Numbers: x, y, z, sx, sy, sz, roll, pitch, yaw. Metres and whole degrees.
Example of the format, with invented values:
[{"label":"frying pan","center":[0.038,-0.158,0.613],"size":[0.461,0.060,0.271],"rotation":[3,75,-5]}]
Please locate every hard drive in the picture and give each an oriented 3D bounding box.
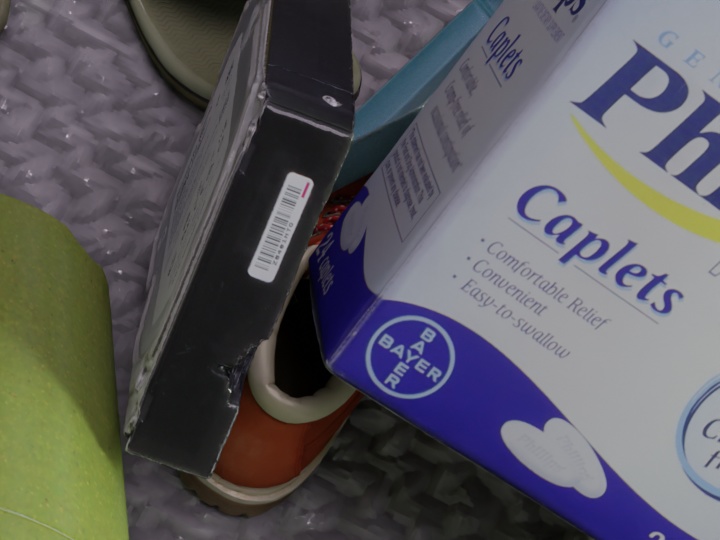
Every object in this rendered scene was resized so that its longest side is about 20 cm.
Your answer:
[{"label":"hard drive","center":[-0.044,-0.031,0.781],"size":[0.038,0.140,0.200],"rotation":[20,23,-9]}]

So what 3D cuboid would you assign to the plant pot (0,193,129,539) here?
[{"label":"plant pot","center":[-0.156,0.076,0.738],"size":[0.200,0.200,0.190],"rotation":[12,53,-13]}]

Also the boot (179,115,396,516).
[{"label":"boot","center":[0.000,0.000,0.854],"size":[0.075,0.107,0.200],"rotation":[29,59,-1]}]

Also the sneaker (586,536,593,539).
[{"label":"sneaker","center":[0.159,0.077,0.863],"size":[0.111,0.077,0.200],"rotation":[6,64,23]}]

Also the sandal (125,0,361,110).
[{"label":"sandal","center":[-0.072,-0.146,0.920],"size":[0.080,0.057,0.201],"rotation":[-29,79,-26]}]

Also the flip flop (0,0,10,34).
[{"label":"flip flop","center":[-0.184,-0.184,0.901],"size":[0.081,0.058,0.200],"rotation":[0,68,-18]}]

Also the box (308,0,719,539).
[{"label":"box","center":[0.113,-0.013,0.736],"size":[0.184,0.105,0.200],"rotation":[33,104,-14]}]

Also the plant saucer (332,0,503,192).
[{"label":"plant saucer","center":[0.041,-0.088,0.889],"size":[0.019,0.070,0.200],"rotation":[56,36,-12]}]
